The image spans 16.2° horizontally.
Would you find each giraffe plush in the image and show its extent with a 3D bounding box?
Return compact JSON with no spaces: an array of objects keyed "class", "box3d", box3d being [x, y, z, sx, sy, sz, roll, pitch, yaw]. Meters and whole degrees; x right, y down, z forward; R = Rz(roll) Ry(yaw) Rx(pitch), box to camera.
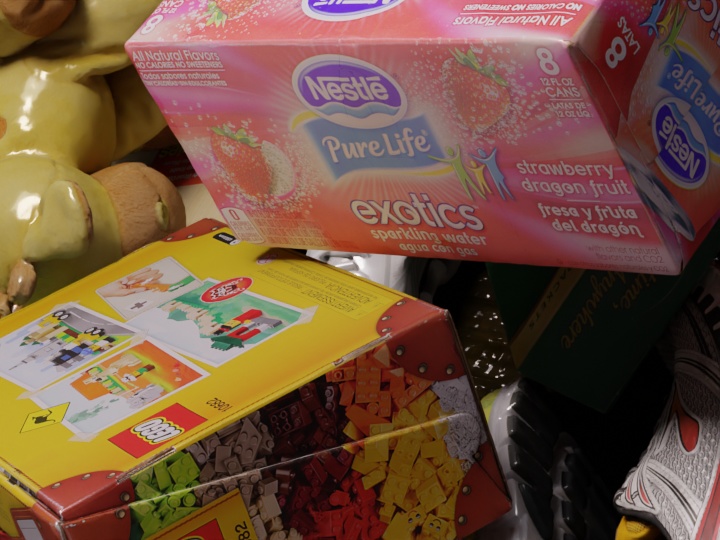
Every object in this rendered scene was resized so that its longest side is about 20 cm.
[{"class":"giraffe plush","box3d":[-0.140,-0.047,1.129,0.199,0.173,0.163,-16,58,-6]}]

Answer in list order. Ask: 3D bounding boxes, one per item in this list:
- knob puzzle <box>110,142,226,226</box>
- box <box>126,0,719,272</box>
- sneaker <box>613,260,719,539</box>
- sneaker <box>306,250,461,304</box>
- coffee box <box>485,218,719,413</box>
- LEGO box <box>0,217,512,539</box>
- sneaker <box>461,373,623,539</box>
[{"class":"knob puzzle","box3d":[-0.044,-0.056,1.193,0.219,0.030,0.220,-28,34,21]},{"class":"box","box3d":[0.033,-0.070,0.844,0.199,0.095,0.103,5,47,44]},{"class":"sneaker","box3d":[0.121,0.069,0.883,0.082,0.078,0.201,-24,31,12]},{"class":"sneaker","box3d":[0.000,0.000,1.051,0.075,0.081,0.201,-3,41,26]},{"class":"coffee box","box3d":[0.092,-0.049,0.971,0.123,0.044,0.200,-56,21,23]},{"class":"LEGO box","box3d":[-0.064,0.060,0.884,0.148,0.078,0.200,-27,21,-20]},{"class":"sneaker","box3d":[0.037,0.111,0.885,0.090,0.078,0.200,-28,22,26]}]
